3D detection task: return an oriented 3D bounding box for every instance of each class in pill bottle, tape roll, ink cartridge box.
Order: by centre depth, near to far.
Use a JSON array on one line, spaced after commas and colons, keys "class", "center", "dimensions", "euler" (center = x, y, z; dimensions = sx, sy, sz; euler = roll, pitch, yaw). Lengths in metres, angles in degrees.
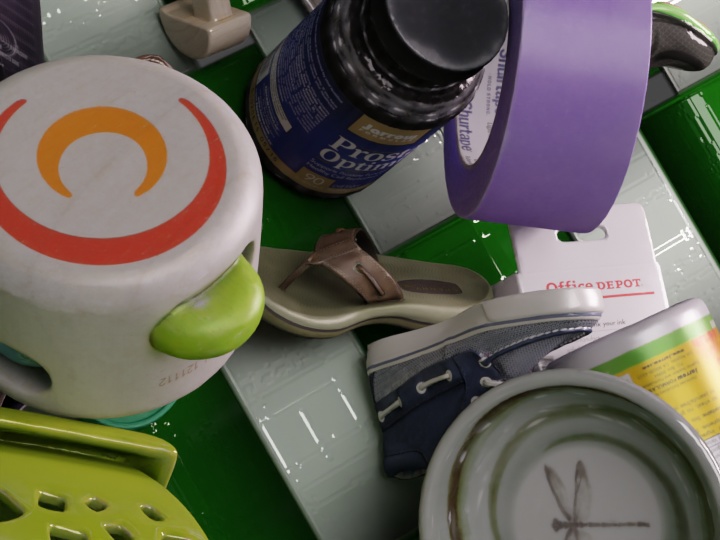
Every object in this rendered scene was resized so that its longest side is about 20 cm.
[{"class": "pill bottle", "center": [0.205, 0.128, 1.585], "dimensions": [0.111, 0.111, 0.201], "euler": [-22, 87, -31]}, {"class": "pill bottle", "center": [0.011, -0.129, 1.600], "dimensions": [0.111, 0.200, 0.112], "euler": [9, 69, -23]}, {"class": "tape roll", "center": [0.117, -0.127, 1.608], "dimensions": [0.085, 0.200, 0.201], "euler": [6, 70, -11]}, {"class": "ink cartridge box", "center": [0.149, 0.062, 1.682], "dimensions": [0.115, 0.067, 0.201], "euler": [-4, 75, -27]}]

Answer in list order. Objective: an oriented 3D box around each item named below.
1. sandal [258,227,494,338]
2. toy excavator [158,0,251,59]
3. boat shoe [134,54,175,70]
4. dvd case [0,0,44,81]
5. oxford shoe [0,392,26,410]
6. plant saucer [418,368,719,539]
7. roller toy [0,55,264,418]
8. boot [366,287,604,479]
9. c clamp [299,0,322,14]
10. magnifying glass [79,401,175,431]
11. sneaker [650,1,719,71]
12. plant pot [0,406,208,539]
[{"class": "sandal", "center": [0.000, -0.001, 1.619], "dimensions": [0.200, 0.057, 0.080], "euler": [0, 38, -32]}, {"class": "toy excavator", "center": [-0.137, -0.260, 1.621], "dimensions": [0.100, 0.195, 0.200], "euler": [-24, 57, -31]}, {"class": "boat shoe", "center": [-0.173, -0.066, 1.561], "dimensions": [0.076, 0.072, 0.200], "euler": [43, 60, -8]}, {"class": "dvd case", "center": [-0.249, -0.178, 1.522], "dimensions": [0.149, 0.016, 0.201], "euler": [33, 37, -42]}, {"class": "oxford shoe", "center": [-0.171, 0.027, 1.515], "dimensions": [0.200, 0.071, 0.073], "euler": [-41, 65, -18]}, {"class": "plant saucer", "center": [0.136, 0.156, 1.528], "dimensions": [0.201, 0.200, 0.050], "euler": [63, 23, 4]}, {"class": "roller toy", "center": [-0.148, -0.017, 1.423], "dimensions": [0.182, 0.140, 0.201], "euler": [1, 52, -5]}, {"class": "boot", "center": [0.082, 0.072, 1.573], "dimensions": [0.073, 0.200, 0.091], "euler": [1, 75, -37]}, {"class": "c clamp", "center": [-0.003, -0.257, 1.739], "dimensions": [0.171, 0.027, 0.201], "euler": [-26, 85, -31]}, {"class": "magnifying glass", "center": [-0.124, 0.016, 1.590], "dimensions": [0.079, 0.022, 0.200], "euler": [35, 63, -11]}, {"class": "sneaker", "center": [0.159, -0.145, 1.764], "dimensions": [0.199, 0.077, 0.084], "euler": [-4, 87, -21]}, {"class": "plant pot", "center": [-0.196, 0.187, 1.379], "dimensions": [0.198, 0.200, 0.182], "euler": [11, 35, -23]}]
